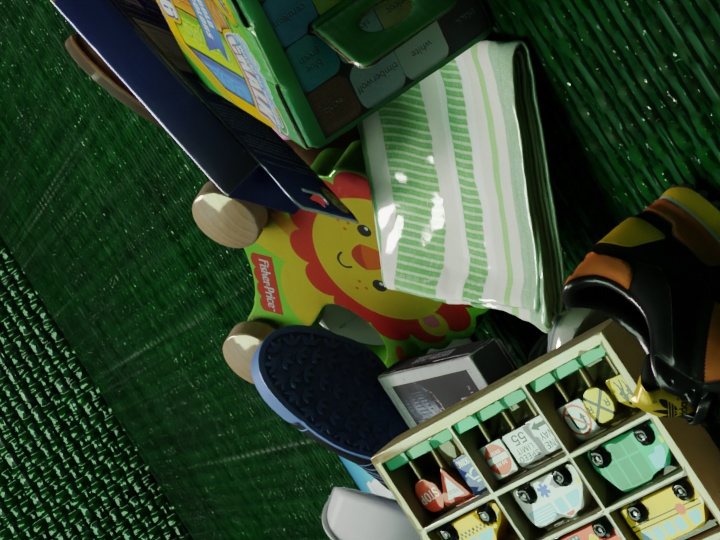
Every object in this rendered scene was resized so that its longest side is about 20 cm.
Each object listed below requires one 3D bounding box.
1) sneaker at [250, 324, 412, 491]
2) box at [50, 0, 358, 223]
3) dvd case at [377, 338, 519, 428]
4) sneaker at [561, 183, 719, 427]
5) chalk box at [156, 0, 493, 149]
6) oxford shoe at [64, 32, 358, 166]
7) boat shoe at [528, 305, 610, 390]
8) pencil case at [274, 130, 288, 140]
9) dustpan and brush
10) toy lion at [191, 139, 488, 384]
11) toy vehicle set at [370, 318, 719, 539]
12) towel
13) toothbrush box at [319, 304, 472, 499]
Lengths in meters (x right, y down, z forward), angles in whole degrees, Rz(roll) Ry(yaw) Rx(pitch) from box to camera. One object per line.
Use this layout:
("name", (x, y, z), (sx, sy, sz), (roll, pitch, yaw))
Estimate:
("sneaker", (0.011, 0.101, 1.616), (0.199, 0.071, 0.078), (29, 156, -16))
("box", (-0.090, -0.093, 1.483), (0.200, 0.032, 0.121), (47, -171, 14))
("dvd case", (0.082, 0.112, 1.489), (0.151, 0.025, 0.200), (57, 166, -3))
("sneaker", (0.174, 0.054, 1.186), (0.200, 0.090, 0.070), (51, 165, 27))
("chalk box", (-0.024, -0.156, 1.345), (0.200, 0.124, 0.125), (32, 153, 58))
("oxford shoe", (-0.092, -0.116, 1.641), (0.199, 0.072, 0.071), (25, -160, -19))
("boat shoe", (0.124, 0.066, 1.432), (0.071, 0.070, 0.201), (40, 163, 34))
("pencil case", (-0.065, -0.176, 1.537), (0.087, 0.087, 0.201), (38, 157, 54))
("dustpan and brush", (0.038, 0.179, 1.621), (0.138, 0.058, 0.200), (15, 177, 3))
("toy lion", (0.000, 0.000, 1.596), (0.190, 0.069, 0.201), (14, 138, 22))
("toy vehicle set", (0.104, 0.113, 1.369), (0.200, 0.026, 0.125), (-33, 92, 46))
("towel", (0.050, -0.050, 1.411), (0.200, 0.023, 0.154), (13, 114, 65))
("toothbrush box", (0.028, 0.090, 1.792), (0.147, 0.085, 0.200), (56, 167, 10))
